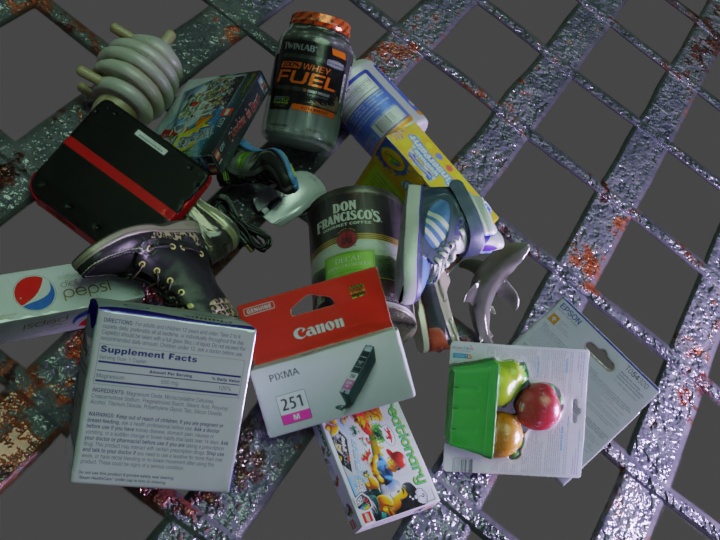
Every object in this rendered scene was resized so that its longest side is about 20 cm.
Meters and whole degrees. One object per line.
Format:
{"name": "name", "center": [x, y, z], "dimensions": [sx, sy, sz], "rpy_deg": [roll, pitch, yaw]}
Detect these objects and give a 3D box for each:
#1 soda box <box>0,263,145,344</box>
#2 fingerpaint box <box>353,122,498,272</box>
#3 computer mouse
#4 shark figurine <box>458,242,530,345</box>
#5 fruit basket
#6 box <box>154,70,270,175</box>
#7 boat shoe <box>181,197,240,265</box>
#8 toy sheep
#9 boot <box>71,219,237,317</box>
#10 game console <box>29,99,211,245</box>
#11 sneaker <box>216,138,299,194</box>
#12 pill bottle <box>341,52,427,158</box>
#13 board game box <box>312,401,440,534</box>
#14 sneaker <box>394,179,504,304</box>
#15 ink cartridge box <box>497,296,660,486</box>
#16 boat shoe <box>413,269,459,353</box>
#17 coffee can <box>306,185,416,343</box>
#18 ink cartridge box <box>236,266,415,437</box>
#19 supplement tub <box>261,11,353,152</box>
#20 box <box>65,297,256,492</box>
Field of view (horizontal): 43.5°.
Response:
{"name": "soda box", "center": [-0.383, 0.037, 1.143], "dimensions": [0.200, 0.064, 0.068], "rpy_deg": [-11, 65, -32]}
{"name": "fingerpaint box", "center": [0.092, -0.098, 1.397], "dimensions": [0.073, 0.167, 0.200], "rpy_deg": [-31, 75, -37]}
{"name": "computer mouse", "center": [-0.125, -0.107, 1.376], "dimensions": [0.110, 0.044, 0.200], "rpy_deg": [47, 51, 9]}
{"name": "shark figurine", "center": [0.187, 0.060, 1.379], "dimensions": [0.089, 0.128, 0.215], "rpy_deg": [-16, 110, -54]}
{"name": "fruit basket", "center": [0.219, 0.196, 1.279], "dimensions": [0.200, 0.094, 0.186], "rpy_deg": [3, 90, -9]}
{"name": "box", "center": [-0.233, -0.218, 1.348], "dimensions": [0.136, 0.038, 0.200], "rpy_deg": [0, 47, 26]}
{"name": "boat shoe", "center": [-0.265, -0.081, 1.271], "dimensions": [0.200, 0.075, 0.073], "rpy_deg": [34, 50, -1]}
{"name": "toy sheep", "center": [-0.334, -0.289, 1.339], "dimensions": [0.138, 0.138, 0.200], "rpy_deg": [30, 68, -5]}
{"name": "boot", "center": [-0.252, 0.019, 1.140], "dimensions": [0.200, 0.073, 0.151], "rpy_deg": [-17, 76, -56]}
{"name": "game console", "center": [-0.333, -0.119, 1.240], "dimensions": [0.200, 0.031, 0.177], "rpy_deg": [36, 73, 7]}
{"name": "sneaker", "center": [-0.168, -0.147, 1.333], "dimensions": [0.199, 0.071, 0.083], "rpy_deg": [24, 55, 34]}
{"name": "pill bottle", "center": [0.009, -0.281, 1.512], "dimensions": [0.200, 0.112, 0.112], "rpy_deg": [48, 52, 10]}
{"name": "board game box", "center": [0.012, 0.240, 1.221], "dimensions": [0.126, 0.035, 0.200], "rpy_deg": [-10, 64, -31]}
{"name": "sneaker", "center": [0.127, -0.033, 1.228], "dimensions": [0.146, 0.081, 0.200], "rpy_deg": [9, 52, -4]}
{"name": "ink cartridge box", "center": [0.295, 0.175, 1.321], "dimensions": [0.200, 0.043, 0.196], "rpy_deg": [-45, 84, 3]}
{"name": "boat shoe", "center": [0.104, 0.024, 1.349], "dimensions": [0.062, 0.071, 0.200], "rpy_deg": [-9, 90, -12]}
{"name": "coffee can", "center": [0.000, 0.000, 1.301], "dimensions": [0.146, 0.146, 0.200], "rpy_deg": [8, 56, -21]}
{"name": "ink cartridge box", "center": [-0.047, 0.105, 1.172], "dimensions": [0.200, 0.044, 0.174], "rpy_deg": [-16, 95, 2]}
{"name": "supplement tub", "center": [-0.080, -0.295, 1.419], "dimensions": [0.122, 0.122, 0.200], "rpy_deg": [11, 89, -20]}
{"name": "box", "center": [-0.237, 0.145, 1.059], "dimensions": [0.184, 0.105, 0.200], "rpy_deg": [9, 93, -21]}
